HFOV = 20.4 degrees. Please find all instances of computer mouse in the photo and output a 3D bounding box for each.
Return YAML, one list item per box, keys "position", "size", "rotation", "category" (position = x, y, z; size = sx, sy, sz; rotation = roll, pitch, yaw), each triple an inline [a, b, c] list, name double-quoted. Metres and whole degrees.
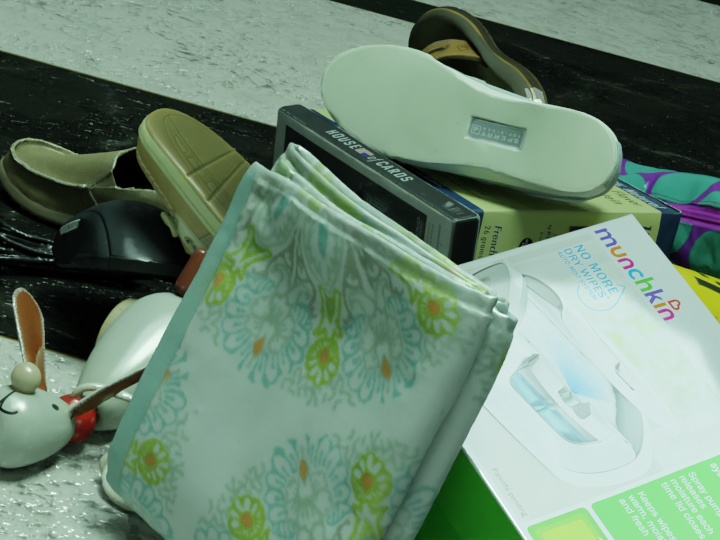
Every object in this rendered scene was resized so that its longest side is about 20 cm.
- position: [-0.181, -0.023, 1.247]
  size: [0.139, 0.047, 0.200]
  rotation: [8, -3, -15]
  category: "computer mouse"

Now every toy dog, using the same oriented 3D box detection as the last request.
- position: [-0.129, 0.044, 1.102]
  size: [0.131, 0.097, 0.200]
  rotation: [15, 18, 4]
  category: "toy dog"

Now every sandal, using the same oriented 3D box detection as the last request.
- position: [0.070, -0.123, 1.379]
  size: [0.054, 0.082, 0.200]
  rotation: [-16, 34, -15]
  category: "sandal"

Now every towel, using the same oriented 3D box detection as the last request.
- position: [-0.028, 0.061, 0.946]
  size: [0.048, 0.201, 0.171]
  rotation: [13, 17, -48]
  category: "towel"

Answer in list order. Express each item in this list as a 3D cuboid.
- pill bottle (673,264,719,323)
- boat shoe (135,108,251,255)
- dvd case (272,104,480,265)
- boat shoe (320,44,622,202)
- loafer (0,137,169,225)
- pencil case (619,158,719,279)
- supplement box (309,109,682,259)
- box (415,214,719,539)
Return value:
- position: [0.217, 0.062, 1.266]
  size: [0.198, 0.115, 0.114]
  rotation: [17, 15, -24]
  category: "pill bottle"
- position: [-0.071, -0.005, 1.186]
  size: [0.201, 0.063, 0.073]
  rotation: [48, 28, -9]
  category: "boat shoe"
- position: [0.000, 0.000, 1.243]
  size: [0.025, 0.152, 0.200]
  rotation: [-9, 27, -33]
  category: "dvd case"
- position: [0.071, -0.085, 1.271]
  size: [0.199, 0.071, 0.072]
  rotation: [19, -8, 14]
  category: "boat shoe"
- position: [-0.174, -0.059, 1.420]
  size: [0.199, 0.068, 0.076]
  rotation: [24, 20, 27]
  category: "loafer"
- position: [0.239, -0.028, 1.372]
  size: [0.092, 0.086, 0.199]
  rotation: [32, -12, -37]
  category: "pencil case"
- position: [0.069, -0.013, 1.360]
  size: [0.198, 0.136, 0.200]
  rotation: [-1, 23, -38]
  category: "supplement box"
- position: [0.109, 0.091, 0.986]
  size: [0.175, 0.097, 0.201]
  rotation: [-15, 53, -27]
  category: "box"
